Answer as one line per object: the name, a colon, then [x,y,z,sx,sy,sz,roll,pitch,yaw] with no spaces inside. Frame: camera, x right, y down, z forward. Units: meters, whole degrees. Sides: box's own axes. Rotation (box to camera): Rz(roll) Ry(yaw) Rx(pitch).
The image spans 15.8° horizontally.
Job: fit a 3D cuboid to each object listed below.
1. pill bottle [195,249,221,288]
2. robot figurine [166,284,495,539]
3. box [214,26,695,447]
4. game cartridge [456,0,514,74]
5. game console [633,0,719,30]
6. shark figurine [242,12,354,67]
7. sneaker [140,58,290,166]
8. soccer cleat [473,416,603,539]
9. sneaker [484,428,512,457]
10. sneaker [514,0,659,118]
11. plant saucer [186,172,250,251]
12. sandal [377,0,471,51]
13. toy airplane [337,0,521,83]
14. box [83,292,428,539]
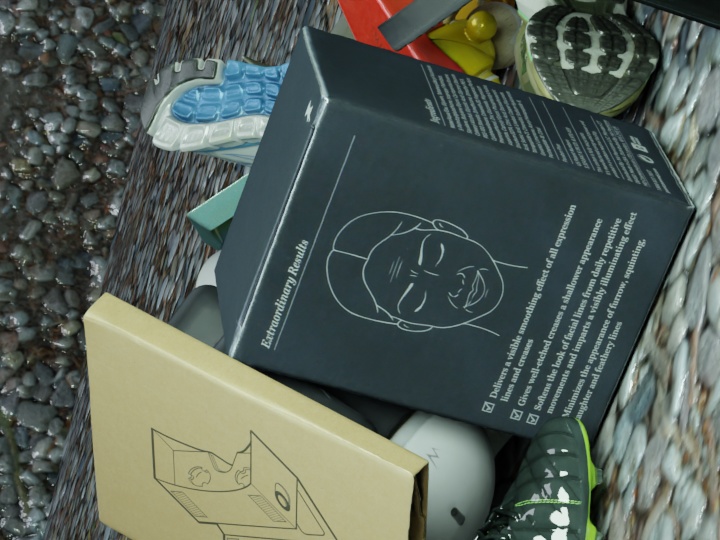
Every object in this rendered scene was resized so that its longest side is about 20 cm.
pill bottle: [0.000,0.000,1.556,0.200,0.114,0.114,-23,45,40]
robot figurine: [-0.025,0.093,1.386,0.150,0.200,0.125,-29,-32,-61]
box: [0.043,-0.015,1.322,0.107,0.200,0.149,-107,36,-64]
game cartridge: [0.065,-0.151,1.869,0.176,0.032,0.200,-85,13,-45]
game console: [0.097,-0.195,1.328,0.176,0.200,0.117,179,108,-78]
shark figurine: [-0.002,-0.211,1.977,0.214,0.089,0.128,-46,0,-9]
sneaker: [-0.034,-0.095,1.637,0.087,0.200,0.075,23,-103,-58]
soccer cleat: [0.064,0.164,1.274,0.068,0.081,0.200,167,119,-77]
sneaker: [0.045,0.081,1.495,0.105,0.075,0.200,-109,33,-62]
sneaker: [0.120,-0.104,1.459,0.200,0.077,0.089,-83,4,-68]
plant saucer: [-0.068,-0.039,1.584,0.070,0.019,0.200,-34,-3,-3]
sandal: [0.088,-0.201,1.540,0.200,0.043,0.076,-34,4,15]
toy airplane: [0.043,-0.158,1.689,0.200,0.141,0.199,18,112,51]
box: [-0.054,0.113,1.316,0.021,0.200,0.164,-44,-31,-37]
